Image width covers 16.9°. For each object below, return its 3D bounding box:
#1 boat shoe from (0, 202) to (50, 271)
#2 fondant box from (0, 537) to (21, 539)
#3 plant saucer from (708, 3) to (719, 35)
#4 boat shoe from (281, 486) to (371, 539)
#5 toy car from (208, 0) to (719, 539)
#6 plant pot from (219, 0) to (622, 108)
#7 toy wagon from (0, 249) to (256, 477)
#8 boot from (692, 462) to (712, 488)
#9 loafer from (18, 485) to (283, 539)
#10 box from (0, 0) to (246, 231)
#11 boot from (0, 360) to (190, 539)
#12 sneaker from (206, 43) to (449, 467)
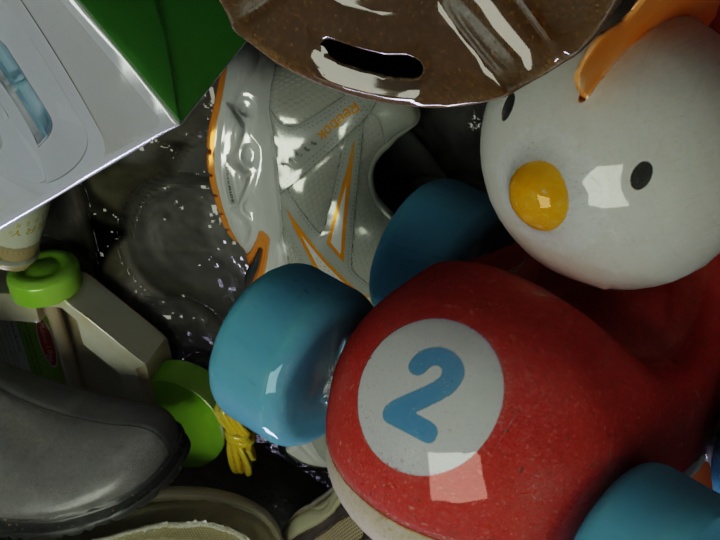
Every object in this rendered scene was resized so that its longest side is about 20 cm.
[{"bbox_3d":[-0.225,-0.057,1.020,0.201,0.073,0.063,17,125,3],"label":"boat shoe"},{"bbox_3d":[-0.143,0.216,1.134,0.200,0.058,0.144,38,118,-27],"label":"fondant box"},{"bbox_3d":[0.244,-0.071,0.815,0.200,0.037,0.200,-28,109,37],"label":"plant saucer"},{"bbox_3d":[0.006,0.133,1.017,0.074,0.073,0.200,8,148,-9],"label":"boat shoe"},{"bbox_3d":[0.071,-0.013,0.797,0.184,0.177,0.200,29,128,29],"label":"toy car"},{"bbox_3d":[0.038,-0.160,0.740,0.200,0.198,0.200,13,129,17],"label":"plant pot"},{"bbox_3d":[-0.132,0.060,1.081,0.200,0.040,0.155,3,125,22],"label":"toy wagon"},{"bbox_3d":[0.077,0.134,0.996,0.075,0.107,0.200,30,133,-2],"label":"boot"},{"bbox_3d":[-0.126,0.148,1.015,0.200,0.068,0.076,-15,120,-5],"label":"loafer"},{"bbox_3d":[-0.111,-0.101,0.850,0.176,0.200,0.097,-29,109,36],"label":"box"},{"bbox_3d":[-0.178,0.039,1.010,0.200,0.070,0.132,1,128,22],"label":"boot"},{"bbox_3d":[0.000,0.000,0.958,0.092,0.076,0.200,-2,129,11],"label":"sneaker"}]
